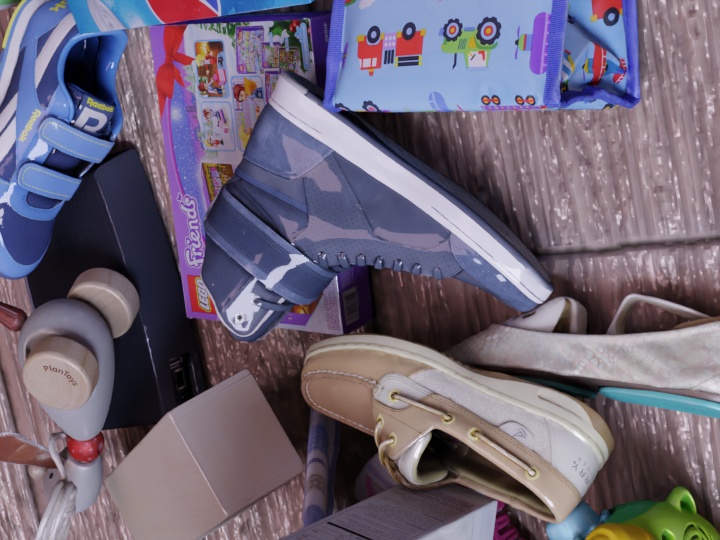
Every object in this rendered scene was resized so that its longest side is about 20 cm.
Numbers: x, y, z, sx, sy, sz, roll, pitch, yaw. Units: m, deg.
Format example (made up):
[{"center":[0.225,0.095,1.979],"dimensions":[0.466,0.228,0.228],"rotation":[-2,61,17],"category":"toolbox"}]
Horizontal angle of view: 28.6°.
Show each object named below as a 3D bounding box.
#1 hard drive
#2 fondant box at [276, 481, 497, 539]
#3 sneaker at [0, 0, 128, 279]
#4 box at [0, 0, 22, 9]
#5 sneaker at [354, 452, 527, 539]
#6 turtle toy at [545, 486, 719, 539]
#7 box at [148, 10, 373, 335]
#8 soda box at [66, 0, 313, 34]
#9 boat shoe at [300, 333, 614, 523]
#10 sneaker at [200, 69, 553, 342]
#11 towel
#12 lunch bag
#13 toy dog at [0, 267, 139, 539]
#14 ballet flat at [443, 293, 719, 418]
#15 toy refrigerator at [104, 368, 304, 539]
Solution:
[{"center":[-0.189,0.021,1.037],"dimensions":[0.134,0.042,0.203],"rotation":[-9,99,39],"category":"hard drive"},{"center":[-0.007,0.209,0.762],"dimensions":[0.058,0.199,0.146],"rotation":[16,108,35],"category":"fondant box"},{"center":[-0.213,-0.091,0.965],"dimensions":[0.081,0.074,0.203],"rotation":[13,91,30],"category":"sneaker"},{"center":[-0.286,-0.310,0.966],"dimensions":[0.176,0.096,0.201],"rotation":[39,124,21],"category":"box"},{"center":[0.061,0.189,0.886],"dimensions":[0.088,0.081,0.202],"rotation":[-29,78,40],"category":"sneaker"},{"center":[0.136,0.210,0.783],"dimensions":[0.101,0.145,0.202],"rotation":[30,99,55],"category":"turtle toy"},{"center":[-0.065,-0.064,0.917],"dimensions":[0.136,0.039,0.203],"rotation":[5,108,35],"category":"box"},{"center":[-0.099,-0.196,0.873],"dimensions":[0.198,0.068,0.065],"rotation":[0,121,37],"category":"soda box"},{"center":[0.041,0.089,0.800],"dimensions":[0.198,0.067,0.074],"rotation":[11,146,34],"category":"boat shoe"},{"center":[0.000,0.000,0.826],"dimensions":[0.201,0.077,0.147],"rotation":[35,99,11],"category":"sneaker"},{"center":[-0.027,0.182,0.888],"dimensions":[0.023,0.200,0.149],"rotation":[3,109,-2],"category":"towel"},{"center":[0.062,-0.187,0.750],"dimensions":[0.149,0.094,0.203],"rotation":[4,98,38],"category":"lunch bag"},{"center":[-0.222,0.087,0.989],"dimensions":[0.095,0.132,0.202],"rotation":[19,109,5],"category":"toy dog"},{"center":[0.135,0.044,0.799],"dimensions":[0.198,0.067,0.063],"rotation":[4,78,33],"category":"ballet flat"},{"center":[-0.109,0.138,0.961],"dimensions":[0.076,0.070,0.200],"rotation":[58,151,7],"category":"toy refrigerator"}]
